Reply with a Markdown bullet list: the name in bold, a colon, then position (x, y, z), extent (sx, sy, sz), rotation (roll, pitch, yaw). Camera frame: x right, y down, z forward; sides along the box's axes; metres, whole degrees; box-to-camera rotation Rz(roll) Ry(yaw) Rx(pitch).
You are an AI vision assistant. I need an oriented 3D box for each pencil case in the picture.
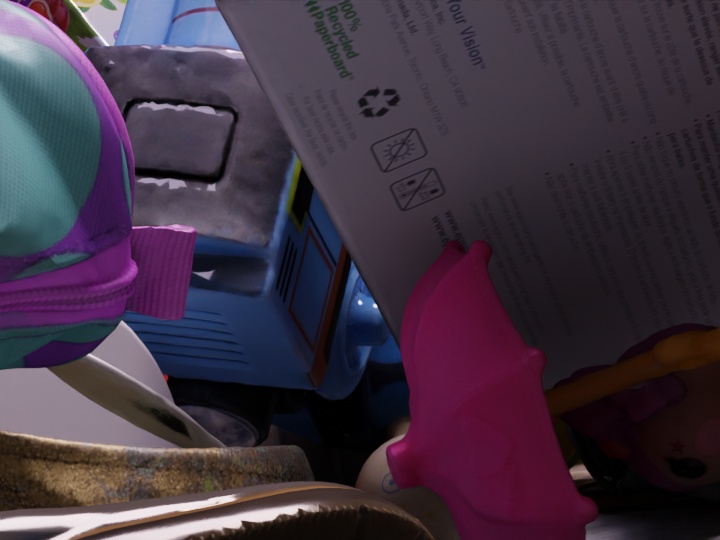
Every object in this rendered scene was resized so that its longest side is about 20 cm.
- **pencil case**: position (-0.124, 0.013, 0.498), extent (0.092, 0.085, 0.200), rotation (23, 32, 25)

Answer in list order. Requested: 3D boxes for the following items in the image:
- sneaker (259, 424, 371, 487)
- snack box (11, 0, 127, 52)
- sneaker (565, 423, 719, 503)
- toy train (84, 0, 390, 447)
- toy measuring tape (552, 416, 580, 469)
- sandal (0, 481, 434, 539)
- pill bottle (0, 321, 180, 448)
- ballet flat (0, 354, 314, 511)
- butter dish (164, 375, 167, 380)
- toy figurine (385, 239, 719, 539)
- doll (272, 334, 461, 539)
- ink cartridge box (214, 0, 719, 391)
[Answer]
- **sneaker**: position (0.037, 0.011, 0.888), extent (0.106, 0.075, 0.200), rotation (-8, 35, 25)
- **snack box**: position (-0.126, -0.009, 1.040), extent (0.053, 0.142, 0.200), rotation (-15, -31, -55)
- **sneaker**: position (0.100, 0.043, 0.857), extent (0.091, 0.076, 0.200), rotation (-20, -9, 21)
- **toy train**: position (-0.025, -0.052, 0.770), extent (0.086, 0.201, 0.114), rotation (7, -25, 15)
- **toy measuring tape**: position (0.018, 0.050, 0.984), extent (0.199, 0.074, 0.074), rotation (-13, 0, 15)
- **sandal**: position (-0.077, 0.061, 0.434), extent (0.199, 0.082, 0.055), rotation (-7, 21, -33)
- **pill bottle**: position (-0.142, 0.057, 0.732), extent (0.200, 0.113, 0.113), rotation (-9, 1, 44)
- **ballet flat**: position (-0.101, 0.037, 0.602), extent (0.199, 0.071, 0.071), rotation (18, -6, -13)
- **butter dish**: position (-0.147, 0.038, 0.925), extent (0.199, 0.148, 0.200), rotation (-10, 1, 21)
- **toy figurine**: position (0.100, 0.016, 0.667), extent (0.184, 0.151, 0.200), rotation (-21, -13, 32)
- **doll**: position (0.000, 0.000, 0.833), extent (0.136, 0.200, 0.049), rotation (-11, -30, -5)
- **ink cartridge box**: position (0.084, -0.052, 0.683), extent (0.199, 0.041, 0.200), rotation (-18, -37, 7)
